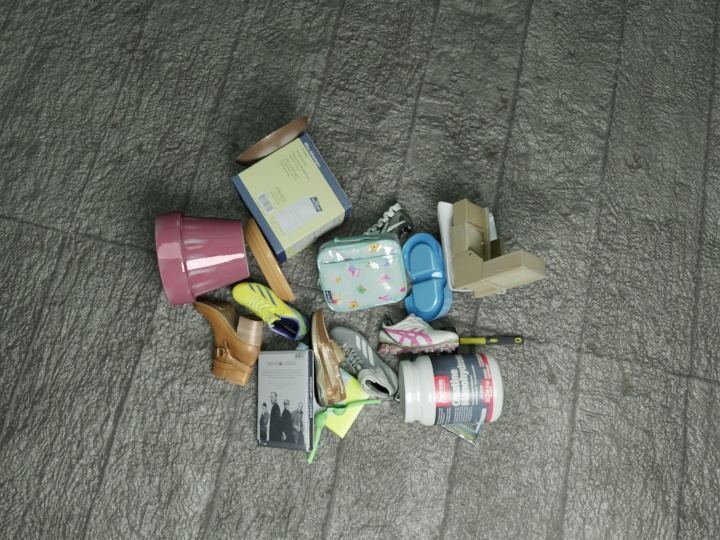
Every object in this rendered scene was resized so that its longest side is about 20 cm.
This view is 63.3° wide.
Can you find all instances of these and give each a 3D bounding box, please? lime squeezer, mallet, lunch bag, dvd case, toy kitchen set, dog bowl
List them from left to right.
[{"bbox_3d":[-0.160,0.271,1.233,0.149,0.025,0.203,-7,79,37],"label":"dvd case"},{"bbox_3d":[-0.050,0.315,1.234,0.199,0.038,0.071,-38,82,-11],"label":"lime squeezer"},{"bbox_3d":[0.000,0.000,1.296,0.197,0.077,0.163,-9,113,5],"label":"lunch bag"},{"bbox_3d":[0.154,0.017,1.328,0.111,0.049,0.203,-17,72,40],"label":"dog bowl"},{"bbox_3d":[0.275,0.170,1.327,0.197,0.041,0.067,7,75,-4],"label":"mallet"},{"bbox_3d":[0.314,-0.054,1.254,0.162,0.179,0.203,18,63,-36],"label":"toy kitchen set"}]

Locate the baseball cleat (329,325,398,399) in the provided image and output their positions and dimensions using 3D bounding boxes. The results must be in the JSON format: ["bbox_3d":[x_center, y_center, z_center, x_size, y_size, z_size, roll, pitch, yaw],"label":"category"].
[{"bbox_3d":[0.001,0.199,1.274,0.199,0.106,0.070,38,106,8],"label":"baseball cleat"}]

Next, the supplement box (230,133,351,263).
[{"bbox_3d":[-0.154,-0.161,1.335,0.198,0.134,0.201,-32,86,-9],"label":"supplement box"}]

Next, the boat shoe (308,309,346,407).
[{"bbox_3d":[-0.069,0.186,1.252,0.073,0.076,0.203,-6,82,-12],"label":"boat shoe"}]

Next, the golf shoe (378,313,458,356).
[{"bbox_3d":[0.121,0.137,1.267,0.198,0.072,0.094,-6,75,36],"label":"golf shoe"}]

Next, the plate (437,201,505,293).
[{"bbox_3d":[0.248,-0.046,1.336,0.198,0.032,0.203,5,72,-40],"label":"plate"}]

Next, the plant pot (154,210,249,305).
[{"bbox_3d":[-0.340,-0.035,1.282,0.176,0.200,0.203,-8,76,-10],"label":"plant pot"}]

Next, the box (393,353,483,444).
[{"bbox_3d":[0.190,0.273,1.296,0.198,0.038,0.138,29,77,5],"label":"box"}]

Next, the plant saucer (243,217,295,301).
[{"bbox_3d":[-0.203,-0.017,1.274,0.037,0.200,0.202,-29,78,-7],"label":"plant saucer"}]

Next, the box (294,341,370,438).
[{"bbox_3d":[-0.086,0.259,1.289,0.199,0.048,0.123,34,77,6],"label":"box"}]

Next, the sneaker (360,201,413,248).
[{"bbox_3d":[0.049,-0.065,1.360,0.090,0.067,0.200,42,77,12],"label":"sneaker"}]

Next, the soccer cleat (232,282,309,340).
[{"bbox_3d":[-0.204,0.089,1.303,0.198,0.084,0.065,30,111,5],"label":"soccer cleat"}]

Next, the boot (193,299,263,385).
[{"bbox_3d":[-0.310,0.156,1.299,0.198,0.073,0.157,20,101,29],"label":"boot"}]

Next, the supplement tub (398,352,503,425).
[{"bbox_3d":[0.184,0.245,1.210,0.197,0.140,0.143,-3,76,-3],"label":"supplement tub"}]

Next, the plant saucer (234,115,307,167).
[{"bbox_3d":[-0.198,-0.290,1.353,0.199,0.200,0.037,-33,99,-9],"label":"plant saucer"}]
